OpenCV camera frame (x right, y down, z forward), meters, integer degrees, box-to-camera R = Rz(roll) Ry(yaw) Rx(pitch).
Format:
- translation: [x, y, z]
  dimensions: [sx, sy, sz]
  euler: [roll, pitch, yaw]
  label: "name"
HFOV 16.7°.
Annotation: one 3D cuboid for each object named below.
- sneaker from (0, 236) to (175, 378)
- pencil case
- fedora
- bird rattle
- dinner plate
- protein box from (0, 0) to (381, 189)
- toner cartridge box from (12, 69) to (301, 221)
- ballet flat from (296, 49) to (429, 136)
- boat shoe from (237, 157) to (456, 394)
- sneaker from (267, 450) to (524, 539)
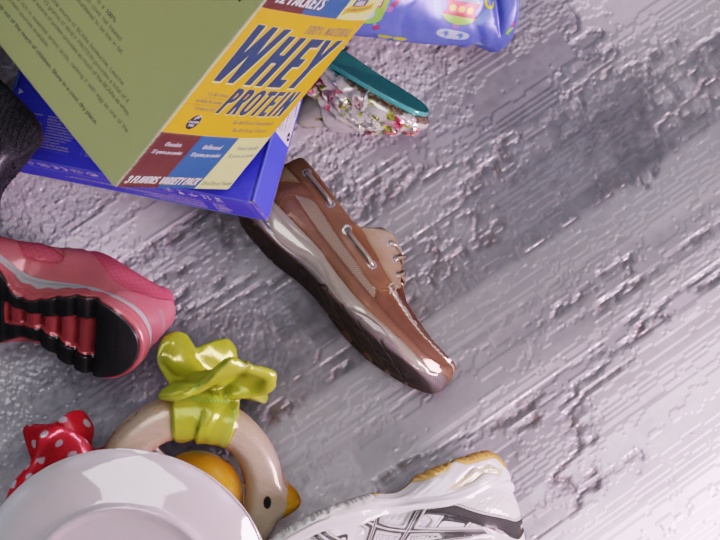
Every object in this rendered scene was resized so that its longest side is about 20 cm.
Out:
- translation: [-0.218, 0.014, 1.706]
  dimensions: [0.199, 0.087, 0.074]
  euler: [21, 120, 20]
  label: "sneaker"
- translation: [0.022, -0.204, 1.735]
  dimensions: [0.199, 0.087, 0.078]
  euler: [4, 42, -23]
  label: "pencil case"
- translation: [-0.268, -0.079, 1.640]
  dimensions: [0.091, 0.201, 0.201]
  euler: [28, 77, -4]
  label: "fedora"
- translation: [-0.132, 0.140, 1.669]
  dimensions: [0.200, 0.113, 0.163]
  euler: [-38, 99, -8]
  label: "bird rattle"
- translation: [-0.158, 0.216, 1.637]
  dimensions: [0.199, 0.024, 0.201]
  euler: [-1, 106, -3]
  label: "dinner plate"
- translation: [-0.121, -0.192, 1.603]
  dimensions: [0.199, 0.135, 0.200]
  euler: [49, 113, 20]
  label: "protein box"
- translation: [-0.148, -0.102, 1.716]
  dimensions: [0.199, 0.043, 0.095]
  euler: [12, 75, 18]
  label: "toner cartridge box"
- translation: [-0.043, -0.142, 1.760]
  dimensions: [0.200, 0.076, 0.064]
  euler: [35, 108, 8]
  label: "ballet flat"
- translation: [0.000, 0.000, 1.720]
  dimensions: [0.072, 0.076, 0.200]
  euler: [-42, 85, -14]
  label: "boat shoe"
- translation: [0.020, 0.194, 1.675]
  dimensions: [0.199, 0.076, 0.088]
  euler: [-20, 79, -8]
  label: "sneaker"
